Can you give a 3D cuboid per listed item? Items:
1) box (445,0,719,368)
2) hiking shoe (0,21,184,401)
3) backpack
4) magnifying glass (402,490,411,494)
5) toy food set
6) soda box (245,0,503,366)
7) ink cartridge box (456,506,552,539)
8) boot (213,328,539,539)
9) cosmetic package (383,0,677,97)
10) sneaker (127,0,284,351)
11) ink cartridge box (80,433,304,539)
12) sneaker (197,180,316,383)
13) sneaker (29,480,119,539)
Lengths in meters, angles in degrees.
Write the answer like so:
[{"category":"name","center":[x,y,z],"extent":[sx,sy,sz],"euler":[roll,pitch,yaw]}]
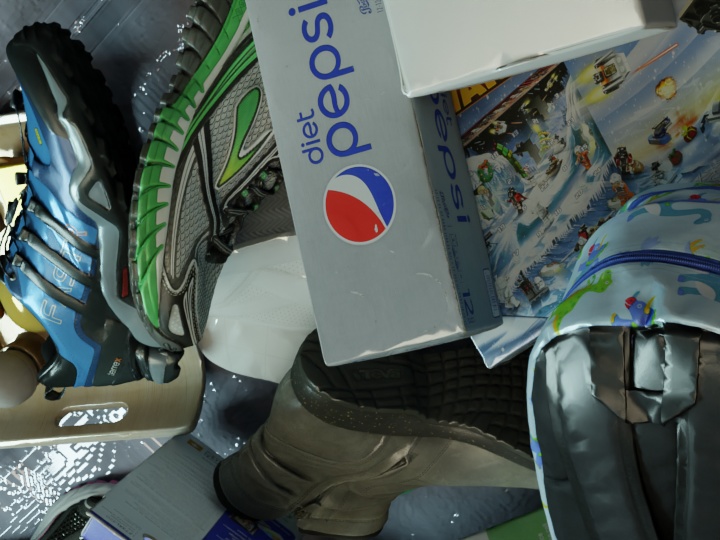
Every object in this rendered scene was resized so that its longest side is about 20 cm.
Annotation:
[{"category":"box","center":[0.107,-0.067,0.711],"extent":[0.199,0.040,0.138],"euler":[-34,81,19]},{"category":"hiking shoe","center":[-0.151,-0.023,0.802],"extent":[0.086,0.075,0.202],"euler":[-13,113,3]},{"category":"backpack","center":[0.142,0.063,0.650],"extent":[0.162,0.155,0.200],"euler":[8,149,35]},{"category":"magnifying glass","center":[-0.033,0.113,0.923],"extent":[0.199,0.022,0.080],"euler":[-30,106,28]},{"category":"toy food set","center":[-0.181,0.006,0.887],"extent":[0.142,0.061,0.202],"euler":[-6,116,22]},{"category":"soda box","center":[0.003,-0.064,0.697],"extent":[0.068,0.063,0.203],"euler":[-14,87,21]},{"category":"ink cartridge box","center":[0.041,0.231,0.831],"extent":[0.198,0.146,0.088],"euler":[-20,134,1]},{"category":"boot","center":[0.030,0.100,0.852],"extent":[0.198,0.068,0.131],"euler":[16,136,-17]},{"category":"cosmetic package","center":[0.052,-0.182,0.651],"extent":[0.106,0.085,0.202],"euler":[-11,95,22]},{"category":"sneaker","center":[-0.056,-0.058,0.749],"extent":[0.084,0.078,0.202],"euler":[18,80,-1]},{"category":"ink cartridge box","center":[-0.085,0.140,0.830],"extent":[0.094,0.200,0.037],"euler":[36,96,2]},{"category":"sneaker","center":[0.000,0.000,0.827],"extent":[0.197,0.074,0.116],"euler":[-6,138,8]},{"category":"sneaker","center":[-0.200,0.206,0.990],"extent":[0.199,0.087,0.081],"euler":[-33,106,30]}]
